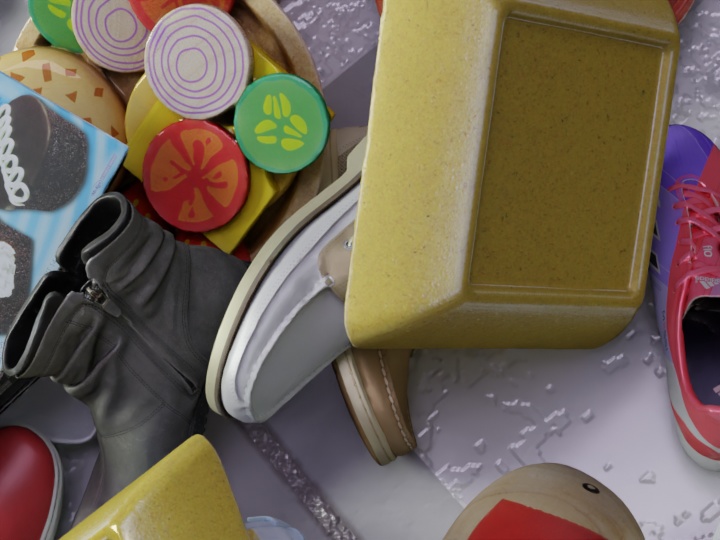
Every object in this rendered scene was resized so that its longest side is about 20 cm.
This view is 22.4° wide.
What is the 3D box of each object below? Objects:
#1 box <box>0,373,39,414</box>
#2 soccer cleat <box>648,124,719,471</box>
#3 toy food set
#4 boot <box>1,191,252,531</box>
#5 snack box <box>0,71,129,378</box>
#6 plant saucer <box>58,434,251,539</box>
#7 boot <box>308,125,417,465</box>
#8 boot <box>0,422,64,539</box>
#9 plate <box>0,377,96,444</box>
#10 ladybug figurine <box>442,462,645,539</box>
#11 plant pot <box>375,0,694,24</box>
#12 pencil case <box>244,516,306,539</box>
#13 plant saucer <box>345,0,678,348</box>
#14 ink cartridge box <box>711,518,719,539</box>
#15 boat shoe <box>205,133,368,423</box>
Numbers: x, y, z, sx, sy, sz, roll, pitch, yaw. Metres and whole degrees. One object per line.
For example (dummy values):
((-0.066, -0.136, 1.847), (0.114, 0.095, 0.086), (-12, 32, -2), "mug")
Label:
((-0.263, 0.035, 0.967), (0.200, 0.049, 0.161), (-44, 94, -8), "box")
((0.183, 0.003, 0.967), (0.067, 0.073, 0.202), (-8, 65, 7), "soccer cleat")
((-0.113, -0.081, 0.994), (0.199, 0.049, 0.199), (39, 107, 5), "toy food set")
((-0.137, 0.061, 0.945), (0.068, 0.130, 0.201), (34, 99, 48), "boot")
((-0.217, -0.005, 0.933), (0.115, 0.037, 0.201), (29, 81, -6), "snack box")
((-0.114, 0.206, 0.808), (0.199, 0.048, 0.202), (-38, 62, 30), "plant saucer")
((0.054, -0.001, 0.997), (0.154, 0.073, 0.202), (-11, 61, 5), "boot")
((-0.231, 0.159, 0.927), (0.072, 0.144, 0.201), (30, 79, 15), "boot")
((-0.224, 0.003, 1.067), (0.198, 0.032, 0.202), (4, 66, 12), "plate")
((0.084, 0.187, 0.868), (0.072, 0.135, 0.202), (-6, 54, 51), "ladybug figurine")
((0.089, -0.241, 1.004), (0.198, 0.196, 0.202), (-6, 51, 8), "plant pot")
((-0.031, 0.214, 0.823), (0.091, 0.083, 0.201), (-40, 62, 23), "pencil case")
((0.090, -0.057, 0.903), (0.048, 0.199, 0.203), (12, 97, 46), "plant saucer")
((0.252, 0.119, 0.862), (0.143, 0.146, 0.201), (21, 72, 18), "ink cartridge box")
((0.000, 0.000, 0.922), (0.068, 0.075, 0.201), (28, 70, 25), "boat shoe")
